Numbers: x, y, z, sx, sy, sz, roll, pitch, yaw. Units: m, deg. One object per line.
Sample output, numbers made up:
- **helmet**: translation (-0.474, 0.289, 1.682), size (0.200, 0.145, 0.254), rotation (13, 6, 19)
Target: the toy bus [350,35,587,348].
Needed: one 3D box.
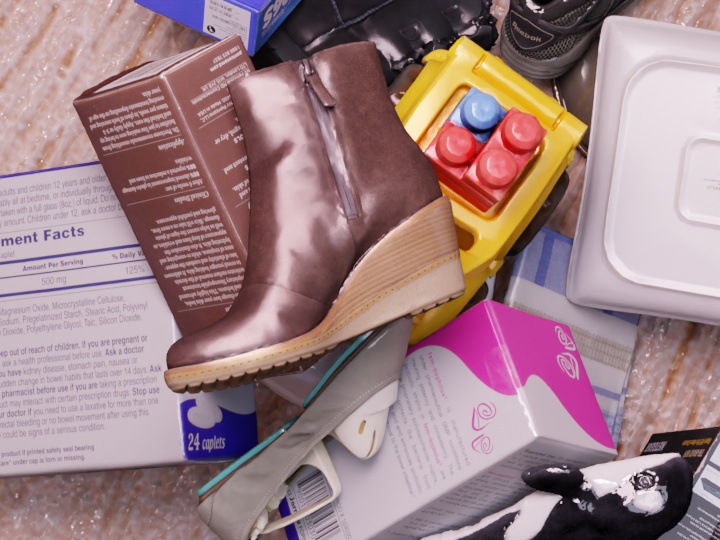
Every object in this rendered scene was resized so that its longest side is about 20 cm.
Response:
- **toy bus**: translation (0.052, -0.045, 1.443), size (0.136, 0.192, 0.200), rotation (36, 83, -3)

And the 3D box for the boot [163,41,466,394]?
- **boot**: translation (-0.048, -0.030, 1.331), size (0.200, 0.072, 0.167), rotation (-22, 86, -18)

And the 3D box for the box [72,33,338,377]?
- **box**: translation (-0.084, -0.035, 1.397), size (0.075, 0.100, 0.201), rotation (-32, 105, -39)

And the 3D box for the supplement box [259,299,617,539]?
- **supplement box**: translation (0.049, 0.116, 1.477), size (0.200, 0.103, 0.101), rotation (-34, 60, 29)

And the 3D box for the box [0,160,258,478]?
- **box**: translation (-0.173, 0.033, 1.514), size (0.183, 0.105, 0.201), rotation (-6, 85, 27)

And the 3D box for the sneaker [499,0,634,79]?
- **sneaker**: translation (0.170, -0.234, 1.597), size (0.076, 0.114, 0.199), rotation (35, 66, 15)

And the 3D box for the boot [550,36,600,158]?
- **boot**: translation (0.200, -0.096, 1.600), size (0.075, 0.097, 0.200), rotation (-26, 81, -15)

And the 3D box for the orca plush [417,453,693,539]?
- **orca plush**: translation (0.115, 0.175, 1.421), size (0.199, 0.105, 0.071), rotation (-11, 54, 5)

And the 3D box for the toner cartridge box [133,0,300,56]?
- **toner cartridge box**: translation (-0.064, -0.234, 1.560), size (0.095, 0.043, 0.200), rotation (27, 49, 12)

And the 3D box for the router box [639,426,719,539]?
- **router box**: translation (0.199, 0.186, 1.530), size (0.052, 0.200, 0.158), rotation (32, 82, -2)

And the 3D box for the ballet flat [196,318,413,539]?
- **ballet flat**: translation (-0.021, 0.106, 1.441), size (0.200, 0.067, 0.064), rotation (-44, 83, 20)

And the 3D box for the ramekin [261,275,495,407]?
- **ramekin**: translation (0.000, 0.000, 1.578), size (0.200, 0.098, 0.201), rotation (1, 85, -6)

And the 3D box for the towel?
- **towel**: translation (0.134, 0.078, 1.583), size (0.147, 0.024, 0.201), rotation (20, 82, -43)

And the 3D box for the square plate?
- **square plate**: translation (0.241, -0.059, 1.513), size (0.199, 0.028, 0.199), rotation (10, 98, 19)

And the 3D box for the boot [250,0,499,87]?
- **boot**: translation (-0.011, -0.191, 1.605), size (0.162, 0.073, 0.198), rotation (-29, 66, -21)
